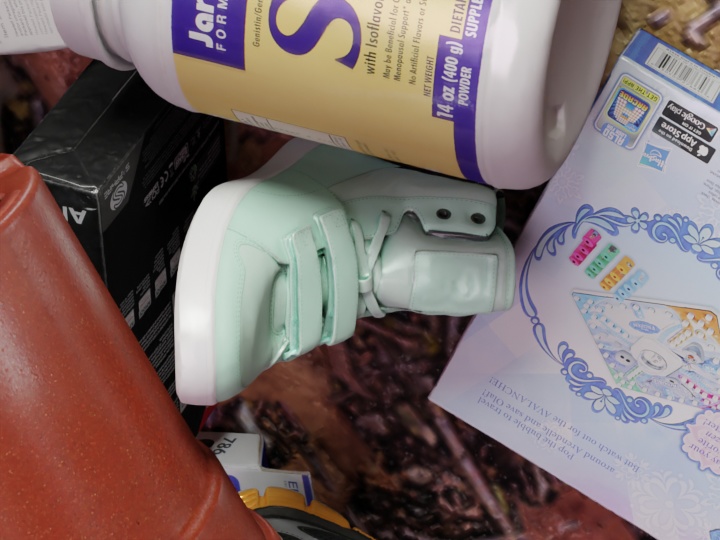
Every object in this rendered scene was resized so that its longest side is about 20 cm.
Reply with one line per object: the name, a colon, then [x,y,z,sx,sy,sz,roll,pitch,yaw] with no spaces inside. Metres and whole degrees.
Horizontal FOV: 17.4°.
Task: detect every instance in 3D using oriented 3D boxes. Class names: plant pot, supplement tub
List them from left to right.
plant pot: [-0.157,0.072,0.927,0.200,0.201,0.196,-11,114,27]
supplement tub: [-0.006,-0.121,0.914,0.200,0.145,0.146,14,119,15]

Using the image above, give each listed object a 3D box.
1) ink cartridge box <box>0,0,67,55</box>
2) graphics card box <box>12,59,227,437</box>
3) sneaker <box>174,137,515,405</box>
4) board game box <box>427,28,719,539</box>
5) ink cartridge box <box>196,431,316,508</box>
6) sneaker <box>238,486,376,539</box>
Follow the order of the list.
ink cartridge box: [-0.194,-0.157,1.049,0.200,0.067,0.116,1,115,40]
graphics card box: [-0.103,0.004,1.051,0.051,0.126,0.200,15,133,17]
sneaker: [0.000,0.000,0.963,0.118,0.200,0.074,9,117,15]
board game box: [0.159,0.028,1.024,0.200,0.043,0.199,31,122,5]
ink cartridge box: [-0.101,0.131,1.187,0.199,0.039,0.100,2,115,23]
sneaker: [0.019,0.168,1.107,0.200,0.077,0.078,16,110,-13]
